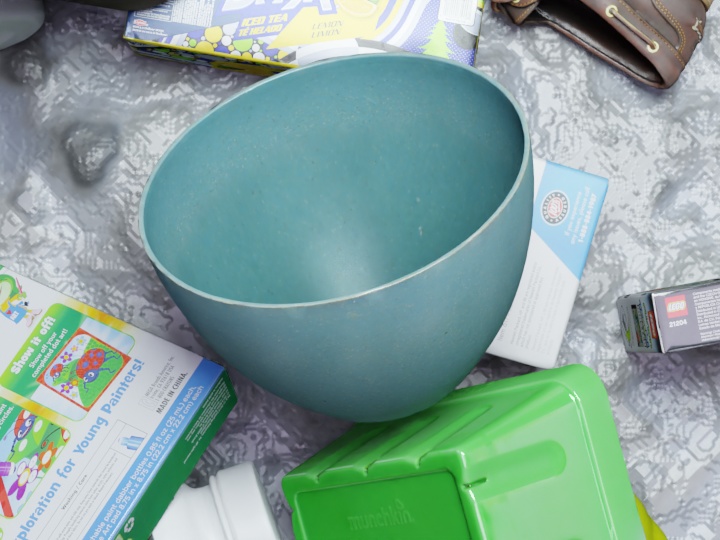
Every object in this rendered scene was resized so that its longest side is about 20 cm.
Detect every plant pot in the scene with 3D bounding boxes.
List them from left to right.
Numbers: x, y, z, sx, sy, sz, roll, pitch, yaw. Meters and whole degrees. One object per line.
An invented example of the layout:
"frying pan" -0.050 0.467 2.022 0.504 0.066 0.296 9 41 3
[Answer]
"plant pot" 0.000 0.000 0.972 0.200 0.200 0.135 -19 129 -3

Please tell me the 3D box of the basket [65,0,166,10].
"basket" -0.163 -0.203 0.957 0.180 0.200 0.136 38 102 21

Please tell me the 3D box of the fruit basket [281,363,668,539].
"fruit basket" 0.089 0.136 1.042 0.215 0.216 0.156 -15 89 -3

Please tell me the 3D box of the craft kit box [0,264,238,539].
"craft kit box" -0.201 0.103 1.018 0.197 0.049 0.200 25 66 20

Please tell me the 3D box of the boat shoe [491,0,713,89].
"boat shoe" 0.108 -0.174 1.092 0.200 0.070 0.070 26 83 -1

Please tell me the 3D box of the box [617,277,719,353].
"box" 0.255 0.013 1.072 0.200 0.110 0.035 -10 89 -2

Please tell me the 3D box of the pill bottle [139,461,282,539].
"pill bottle" -0.140 0.181 1.050 0.200 0.112 0.113 -21 89 -3

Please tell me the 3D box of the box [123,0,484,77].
"box" -0.032 -0.143 1.086 0.200 0.070 0.064 10 89 -2

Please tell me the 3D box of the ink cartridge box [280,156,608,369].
"ink cartridge box" 0.029 -0.025 1.085 0.200 0.068 0.116 17 89 -2

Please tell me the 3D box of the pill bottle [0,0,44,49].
"pill bottle" -0.256 -0.222 1.061 0.111 0.111 0.200 -15 89 -3
